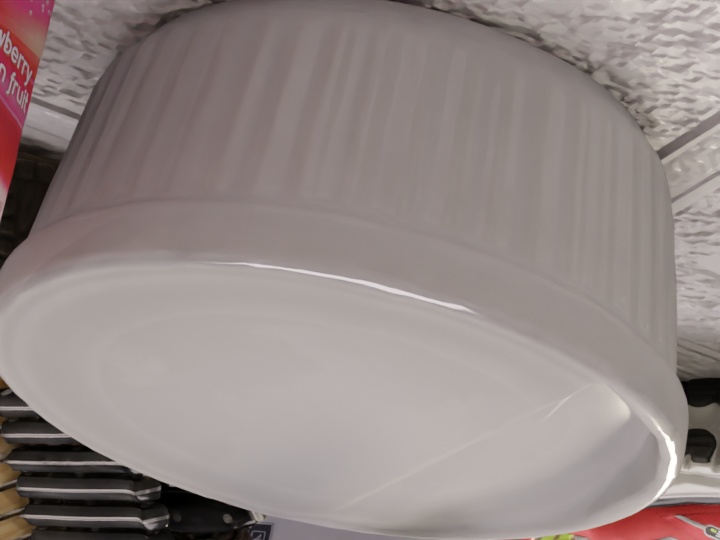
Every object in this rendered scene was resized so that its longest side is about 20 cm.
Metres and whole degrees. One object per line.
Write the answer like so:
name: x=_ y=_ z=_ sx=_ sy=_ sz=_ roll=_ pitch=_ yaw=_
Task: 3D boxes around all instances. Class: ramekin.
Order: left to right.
ramekin: x=0.000 y=0.000 z=0.846 sx=0.202 sy=0.095 sz=0.202 roll=10 pitch=156 yaw=4

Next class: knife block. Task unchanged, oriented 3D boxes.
knife block: x=-0.105 y=0.046 z=1.021 sx=0.175 sy=0.064 sz=0.200 roll=-18 pitch=-161 yaw=-17

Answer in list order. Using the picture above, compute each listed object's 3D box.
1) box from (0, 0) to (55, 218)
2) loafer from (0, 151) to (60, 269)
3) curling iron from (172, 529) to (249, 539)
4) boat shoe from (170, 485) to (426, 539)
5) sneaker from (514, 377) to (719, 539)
box: x=-0.157 y=-0.094 z=0.698 sx=0.095 sy=0.100 sz=0.200 roll=0 pitch=154 yaw=23
loafer: x=-0.167 y=-0.014 z=0.913 sx=0.199 sy=0.076 sz=0.068 roll=20 pitch=149 yaw=-20
curling iron: x=-0.028 y=0.097 z=0.965 sx=0.026 sy=0.050 sz=0.200 roll=54 pitch=157 yaw=-20
boat shoe: x=-0.043 y=0.092 z=1.121 sx=0.199 sy=0.074 sz=0.065 roll=16 pitch=-170 yaw=-30
sneaker: x=0.066 y=0.086 z=0.992 sx=0.199 sy=0.077 sz=0.085 roll=3 pitch=113 yaw=21
